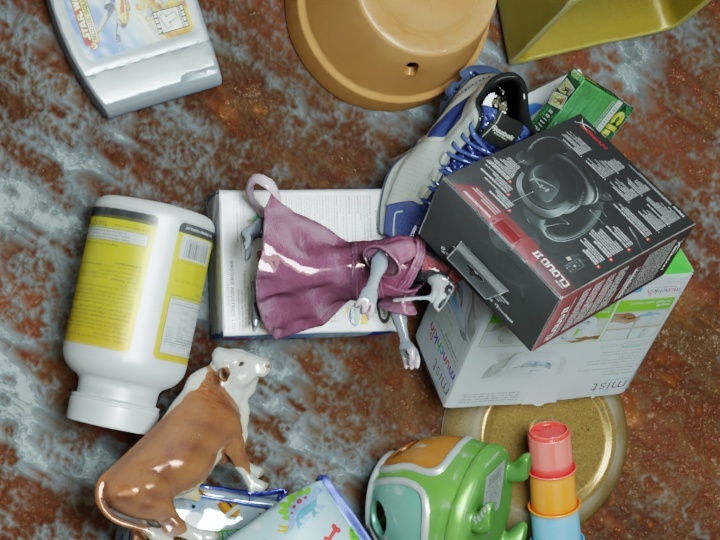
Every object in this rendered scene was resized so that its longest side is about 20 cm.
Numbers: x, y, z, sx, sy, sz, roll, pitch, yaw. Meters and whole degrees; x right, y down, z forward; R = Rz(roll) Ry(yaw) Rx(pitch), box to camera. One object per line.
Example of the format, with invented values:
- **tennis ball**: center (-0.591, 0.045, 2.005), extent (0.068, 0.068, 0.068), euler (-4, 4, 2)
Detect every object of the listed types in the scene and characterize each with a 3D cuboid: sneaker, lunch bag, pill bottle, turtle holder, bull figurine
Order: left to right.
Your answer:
- **pill bottle**: center (-0.202, 0.040, 1.390), extent (0.112, 0.112, 0.201), euler (13, 85, -15)
- **bull figurine**: center (-0.142, 0.160, 1.361), extent (0.200, 0.065, 0.122), euler (-42, 106, -25)
- **lunch bag**: center (-0.127, 0.272, 1.423), extent (0.199, 0.076, 0.161), euler (12, 80, -16)
- **lunch bag**: center (-0.050, 0.307, 1.337), extent (0.170, 0.127, 0.200), euler (-33, 82, -19)
- **turtle holder**: center (0.079, 0.237, 1.460), extent (0.131, 0.186, 0.141), euler (13, 49, 23)
- **sneaker**: center (0.092, -0.104, 1.403), extent (0.080, 0.115, 0.200), euler (30, 82, -15)

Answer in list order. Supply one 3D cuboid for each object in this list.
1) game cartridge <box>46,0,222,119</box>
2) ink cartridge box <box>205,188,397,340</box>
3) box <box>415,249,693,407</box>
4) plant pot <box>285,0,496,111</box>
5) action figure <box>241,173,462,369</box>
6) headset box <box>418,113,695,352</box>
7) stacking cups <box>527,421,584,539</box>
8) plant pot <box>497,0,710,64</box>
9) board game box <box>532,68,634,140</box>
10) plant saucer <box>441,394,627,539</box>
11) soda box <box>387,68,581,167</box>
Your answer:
- **game cartridge**: center (-0.219, -0.248, 1.436), extent (0.133, 0.042, 0.201), euler (-20, 93, -20)
- **ink cartridge box**: center (-0.040, -0.005, 1.455), extent (0.199, 0.076, 0.137), euler (-1, 88, -14)
- **box**: center (0.176, 0.035, 1.444), extent (0.199, 0.177, 0.097), euler (-4, 49, -22)
- **plant pot**: center (0.040, -0.256, 1.454), extent (0.199, 0.140, 0.201), euler (0, 88, -15)
- **action figure**: center (0.000, 0.000, 1.371), extent (0.199, 0.134, 0.150), euler (-5, 62, 1)
- **headset box**: center (0.160, -0.033, 1.322), extent (0.200, 0.077, 0.149), euler (-27, 63, -35)
- **stacking cups**: center (0.188, 0.243, 1.482), extent (0.060, 0.061, 0.201), euler (-12, 113, -16)
- **plant pot**: center (0.230, -0.337, 1.490), extent (0.195, 0.194, 0.201), euler (-13, 83, -15)
- **board game box**: center (0.169, -0.092, 1.474), extent (0.105, 0.023, 0.200), euler (20, 112, -50)
- **plant saucer**: center (0.179, 0.166, 1.531), extent (0.199, 0.035, 0.201), euler (1, 88, -16)
- **soda box**: center (0.132, -0.123, 1.511), extent (0.199, 0.068, 0.064), euler (-28, 95, -15)
